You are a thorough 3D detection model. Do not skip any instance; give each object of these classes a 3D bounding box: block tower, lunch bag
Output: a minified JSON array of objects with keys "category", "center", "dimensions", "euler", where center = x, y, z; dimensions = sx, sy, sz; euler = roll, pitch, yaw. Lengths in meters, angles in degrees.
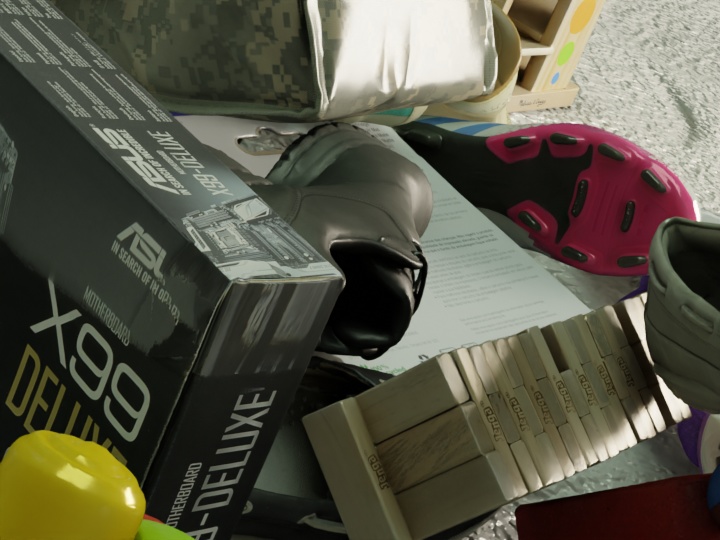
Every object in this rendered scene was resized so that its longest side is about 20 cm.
[{"category":"block tower","center":[0.058,0.052,0.725],"dimensions":[0.199,0.058,0.054],"euler":[-13,77,-60]},{"category":"lunch bag","center":[-0.060,-0.127,0.872],"dimensions":[0.198,0.119,0.164],"euler":[6,10,30]}]

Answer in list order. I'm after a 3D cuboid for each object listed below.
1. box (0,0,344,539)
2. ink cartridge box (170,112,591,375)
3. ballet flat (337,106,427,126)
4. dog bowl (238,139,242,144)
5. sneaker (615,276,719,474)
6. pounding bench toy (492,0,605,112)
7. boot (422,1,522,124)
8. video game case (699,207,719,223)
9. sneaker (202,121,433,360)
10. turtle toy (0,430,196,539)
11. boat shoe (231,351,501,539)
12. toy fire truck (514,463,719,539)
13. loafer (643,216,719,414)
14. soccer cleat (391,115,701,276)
[{"category":"box","center":[-0.106,0.015,0.647],"dimensions":[0.049,0.159,0.200],"euler":[-1,34,-45]},{"category":"ink cartridge box","center":[0.000,0.000,0.911],"dimensions":[0.200,0.041,0.199],"euler":[45,30,25]},{"category":"ballet flat","center":[-0.048,-0.132,0.999],"dimensions":[0.200,0.070,0.069],"euler":[38,27,31]},{"category":"dog bowl","center":[-0.140,-0.106,0.998],"dimensions":[0.198,0.059,0.200],"euler":[20,23,-9]},{"category":"sneaker","center":[0.156,0.043,0.961],"dimensions":[0.083,0.081,0.200],"euler":[23,14,1]},{"category":"pounding bench toy","center":[0.073,-0.198,1.279],"dimensions":[0.124,0.157,0.199],"euler":[36,26,25]},{"category":"boot","center":[0.009,-0.140,1.109],"dimensions":[0.200,0.073,0.156],"euler":[39,-9,14]},{"category":"video game case","center":[0.215,-0.009,1.099],"dimensions":[0.181,0.023,0.200],"euler":[17,3,-17]},{"category":"sneaker","center":[-0.011,-0.003,0.754],"dimensions":[0.090,0.077,0.200],"euler":[27,20,19]},{"category":"turtle toy","center":[-0.077,0.115,0.512],"dimensions":[0.199,0.147,0.101],"euler":[30,4,15]},{"category":"boat shoe","center":[-0.012,0.063,0.728],"dimensions":[0.198,0.060,0.075],"euler":[7,61,-33]},{"category":"toy fire truck","center":[0.174,0.089,0.754],"dimensions":[0.167,0.113,0.200],"euler":[-2,-9,-30]},{"category":"loafer","center":[0.148,0.016,0.687],"dimensions":[0.069,0.070,0.200],"euler":[-20,10,-17]},{"category":"soccer cleat","center":[0.090,-0.044,1.024],"dimensions":[0.199,0.071,0.086],"euler":[14,7,31]}]
